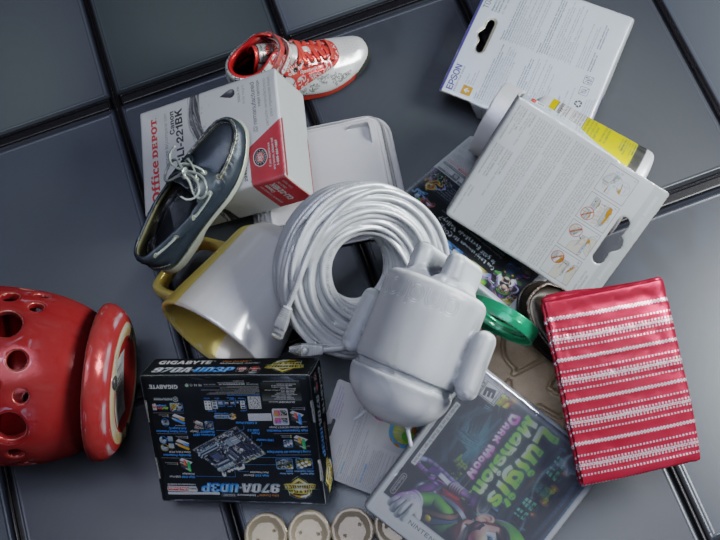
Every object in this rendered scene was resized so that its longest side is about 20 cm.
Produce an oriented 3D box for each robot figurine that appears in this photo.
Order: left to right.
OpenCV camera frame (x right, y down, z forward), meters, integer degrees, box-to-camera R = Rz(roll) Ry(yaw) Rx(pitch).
[{"bbox_3d":[0.058,0.075,0.990,0.169,0.113,0.202,19,85,36],"label":"robot figurine"}]

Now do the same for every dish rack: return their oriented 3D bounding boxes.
[{"bbox_3d":[-0.047,-0.115,1.219,0.198,0.044,0.173,-12,71,1],"label":"dish rack"}]

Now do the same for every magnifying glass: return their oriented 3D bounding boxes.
[{"bbox_3d":[0.123,0.047,1.089,0.199,0.079,0.023,18,73,55],"label":"magnifying glass"}]

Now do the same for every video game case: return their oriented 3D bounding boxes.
[{"bbox_3d":[0.134,0.231,1.031,0.181,0.023,0.201,37,94,1],"label":"video game case"},{"bbox_3d":[0.155,-0.057,1.164,0.200,0.023,0.182,40,58,16],"label":"video game case"}]

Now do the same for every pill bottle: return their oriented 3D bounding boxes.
[{"bbox_3d":[0.239,-0.138,1.151,0.199,0.114,0.115,30,75,8],"label":"pill bottle"}]

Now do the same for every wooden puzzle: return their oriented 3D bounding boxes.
[{"bbox_3d":[0.203,0.145,1.108,0.199,0.046,0.186,30,76,9],"label":"wooden puzzle"}]

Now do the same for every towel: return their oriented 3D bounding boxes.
[{"bbox_3d":[0.274,0.114,1.009,0.143,0.022,0.202,-10,85,-9],"label":"towel"}]

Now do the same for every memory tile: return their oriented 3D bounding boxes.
[{"bbox_3d":[-0.031,0.343,1.061,0.198,0.017,0.155,-4,77,2],"label":"memory tile"}]

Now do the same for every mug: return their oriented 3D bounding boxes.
[{"bbox_3d":[-0.145,0.016,1.129,0.186,0.150,0.154,35,68,0],"label":"mug"}]

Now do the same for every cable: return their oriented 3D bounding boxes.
[{"bbox_3d":[0.000,0.000,1.068,0.198,0.069,0.202,9,97,-23],"label":"cable"}]

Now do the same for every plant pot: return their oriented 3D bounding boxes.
[{"bbox_3d":[-0.355,0.121,1.084,0.180,0.201,0.203,3,70,-3],"label":"plant pot"}]

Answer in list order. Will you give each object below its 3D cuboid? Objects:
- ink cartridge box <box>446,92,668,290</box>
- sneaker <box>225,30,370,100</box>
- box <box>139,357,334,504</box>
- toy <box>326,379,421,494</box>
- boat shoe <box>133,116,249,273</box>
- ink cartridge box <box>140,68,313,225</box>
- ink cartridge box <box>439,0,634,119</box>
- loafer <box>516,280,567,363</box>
[{"bbox_3d":[0.222,-0.082,1.092,0.199,0.050,0.163,32,111,0],"label":"ink cartridge box"},{"bbox_3d":[-0.081,-0.273,1.243,0.200,0.108,0.068,-23,70,-4],"label":"sneaker"},{"bbox_3d":[-0.135,0.178,1.061,0.198,0.046,0.161,-2,109,12],"label":"box"},{"bbox_3d":[0.052,0.206,1.085,0.198,0.047,0.116,21,103,8],"label":"toy"},{"bbox_3d":[-0.198,-0.092,1.104,0.075,0.062,0.201,35,94,26],"label":"boat shoe"},{"bbox_3d":[-0.169,-0.144,1.186,0.198,0.084,0.146,-14,71,20],"label":"ink cartridge box"},{"bbox_3d":[0.231,-0.275,1.254,0.198,0.043,0.198,23,76,13],"label":"ink cartridge box"},{"bbox_3d":[0.255,0.087,1.059,0.073,0.071,0.200,-40,82,-13],"label":"loafer"}]
